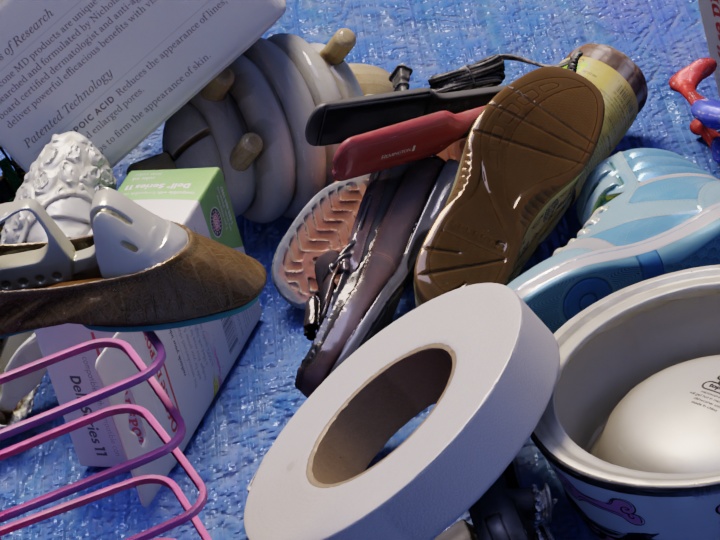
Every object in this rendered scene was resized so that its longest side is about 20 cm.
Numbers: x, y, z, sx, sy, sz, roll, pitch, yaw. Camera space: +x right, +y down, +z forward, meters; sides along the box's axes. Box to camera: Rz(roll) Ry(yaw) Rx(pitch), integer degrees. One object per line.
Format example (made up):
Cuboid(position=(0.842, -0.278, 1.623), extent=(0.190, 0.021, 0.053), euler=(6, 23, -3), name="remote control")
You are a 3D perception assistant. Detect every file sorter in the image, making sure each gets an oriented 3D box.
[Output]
Cuboid(position=(-0.152, 0.120, 1.408), extent=(0.125, 0.200, 0.139), euler=(-21, 32, -13), name="file sorter")

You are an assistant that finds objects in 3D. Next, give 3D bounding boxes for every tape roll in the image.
Cuboid(position=(0.021, 0.090, 1.445), extent=(0.203, 0.037, 0.203), euler=(-38, 19, 16), name="tape roll")

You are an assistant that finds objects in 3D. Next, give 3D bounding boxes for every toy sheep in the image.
Cuboid(position=(-0.063, -0.095, 1.762), extent=(0.200, 0.138, 0.138), euler=(-15, 29, -22), name="toy sheep")

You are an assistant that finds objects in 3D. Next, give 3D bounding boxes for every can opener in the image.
Cuboid(position=(0.065, 0.111, 1.449), extent=(0.079, 0.063, 0.200), euler=(-14, 32, 4), name="can opener")

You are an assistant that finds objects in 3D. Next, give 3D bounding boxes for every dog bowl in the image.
Cuboid(position=(0.191, 0.081, 1.428), extent=(0.200, 0.074, 0.200), euler=(-12, 31, 8), name="dog bowl")

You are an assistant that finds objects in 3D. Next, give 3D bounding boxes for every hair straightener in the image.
Cuboid(position=(0.051, -0.114, 1.660), extent=(0.200, 0.041, 0.077), euler=(-20, 52, -25), name="hair straightener")

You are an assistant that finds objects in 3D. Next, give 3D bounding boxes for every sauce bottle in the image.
Cuboid(position=(0.114, -0.066, 1.695), extent=(0.065, 0.065, 0.200), euler=(9, 45, 34), name="sauce bottle")

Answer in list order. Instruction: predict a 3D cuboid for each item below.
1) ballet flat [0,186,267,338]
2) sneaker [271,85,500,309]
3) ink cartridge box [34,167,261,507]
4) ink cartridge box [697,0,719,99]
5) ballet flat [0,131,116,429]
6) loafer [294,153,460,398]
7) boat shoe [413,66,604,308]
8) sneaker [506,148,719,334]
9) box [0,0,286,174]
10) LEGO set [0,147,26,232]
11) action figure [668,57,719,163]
Cuboid(position=(-0.151, -0.005, 1.352), extent=(0.200, 0.072, 0.068), euler=(-5, 29, 7), name="ballet flat")
Cuboid(position=(0.017, -0.044, 1.717), extent=(0.200, 0.071, 0.080), euler=(-44, -1, -16), name="sneaker")
Cuboid(position=(-0.134, 0.039, 1.598), extent=(0.067, 0.117, 0.200), euler=(0, 35, 22), name="ink cartridge box")
Cuboid(position=(0.309, -0.161, 1.683), extent=(0.083, 0.147, 0.200), euler=(-34, 35, -24), name="ink cartridge box")
Cuboid(position=(-0.194, 0.015, 1.631), extent=(0.072, 0.072, 0.200), euler=(24, 92, 46), name="ballet flat")
Cuboid(position=(0.000, 0.000, 1.616), extent=(0.063, 0.072, 0.200), euler=(27, 54, 7), name="loafer")
Cuboid(position=(0.084, -0.041, 1.612), extent=(0.073, 0.063, 0.200), euler=(31, 61, 8), name="boat shoe")
Cuboid(position=(0.144, -0.009, 1.588), extent=(0.200, 0.080, 0.131), euler=(-18, 32, -21), name="sneaker")
Cuboid(position=(-0.161, -0.171, 1.735), extent=(0.200, 0.131, 0.199), euler=(-40, 12, 9), name="box")
Cuboid(position=(-0.313, -0.083, 1.822), extent=(0.154, 0.200, 0.116), euler=(-42, 33, -2), name="LEGO set")
Cuboid(position=(0.249, -0.072, 1.647), extent=(0.052, 0.065, 0.200), euler=(-24, 30, 1), name="action figure")
